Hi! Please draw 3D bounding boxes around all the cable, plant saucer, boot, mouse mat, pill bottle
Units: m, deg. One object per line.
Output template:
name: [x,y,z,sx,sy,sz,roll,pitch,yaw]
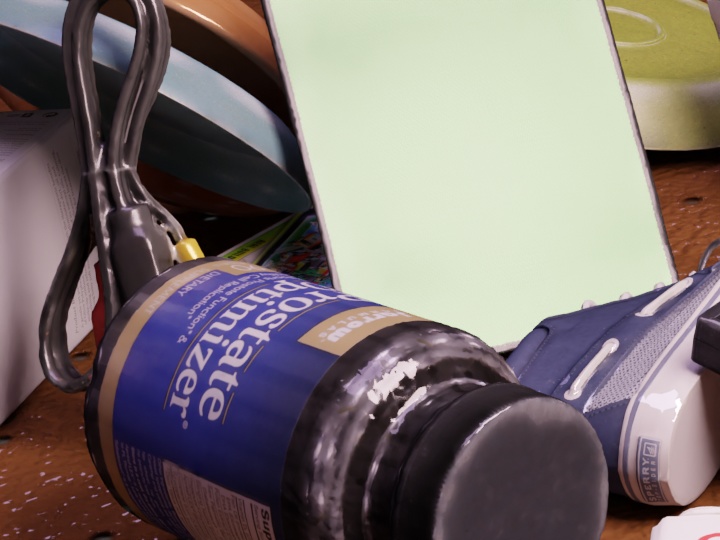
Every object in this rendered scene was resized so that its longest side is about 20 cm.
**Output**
cable: [-0.103,-0.026,1.140,0.096,0.202,0.050,-14,-4,19]
plant saucer: [-0.108,-0.084,1.240,0.199,0.200,0.028,16,76,47]
boot: [0.128,0.023,1.075,0.090,0.073,0.200,11,30,30]
mouse mat: [0.050,-0.060,1.183,0.160,0.202,0.008,-11,-11,-13]
pill bottle: [-0.006,0.066,0.974,0.111,0.113,0.199,-25,26,-34]
plant saucer: [0.136,-0.120,1.418,0.198,0.031,0.200,7,27,-4]
plant saucer: [-0.103,-0.099,1.330,0.199,0.200,0.038,5,58,33]

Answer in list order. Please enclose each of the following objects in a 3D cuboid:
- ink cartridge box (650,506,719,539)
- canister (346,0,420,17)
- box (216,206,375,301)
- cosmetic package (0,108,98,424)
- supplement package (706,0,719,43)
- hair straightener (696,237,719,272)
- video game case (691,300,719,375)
ink cartridge box: [0.149,0.149,0.738,0.146,0.084,0.200,-4,23,14]
canister: [0.012,-0.138,1.317,0.148,0.087,0.200,28,16,-32]
box: [0.000,0.000,1.244,0.110,0.035,0.200,10,28,40]
cosmetic package: [-0.193,0.008,1.211,0.084,0.108,0.200,-1,22,21]
supplement package: [0.288,-0.112,1.263,0.199,0.115,0.109,-19,4,-21]
hair straightener: [0.250,-0.017,1.197,0.198,0.041,0.077,-14,1,4]
video game case: [0.257,0.030,0.999,0.199,0.026,0.180,26,38,30]
